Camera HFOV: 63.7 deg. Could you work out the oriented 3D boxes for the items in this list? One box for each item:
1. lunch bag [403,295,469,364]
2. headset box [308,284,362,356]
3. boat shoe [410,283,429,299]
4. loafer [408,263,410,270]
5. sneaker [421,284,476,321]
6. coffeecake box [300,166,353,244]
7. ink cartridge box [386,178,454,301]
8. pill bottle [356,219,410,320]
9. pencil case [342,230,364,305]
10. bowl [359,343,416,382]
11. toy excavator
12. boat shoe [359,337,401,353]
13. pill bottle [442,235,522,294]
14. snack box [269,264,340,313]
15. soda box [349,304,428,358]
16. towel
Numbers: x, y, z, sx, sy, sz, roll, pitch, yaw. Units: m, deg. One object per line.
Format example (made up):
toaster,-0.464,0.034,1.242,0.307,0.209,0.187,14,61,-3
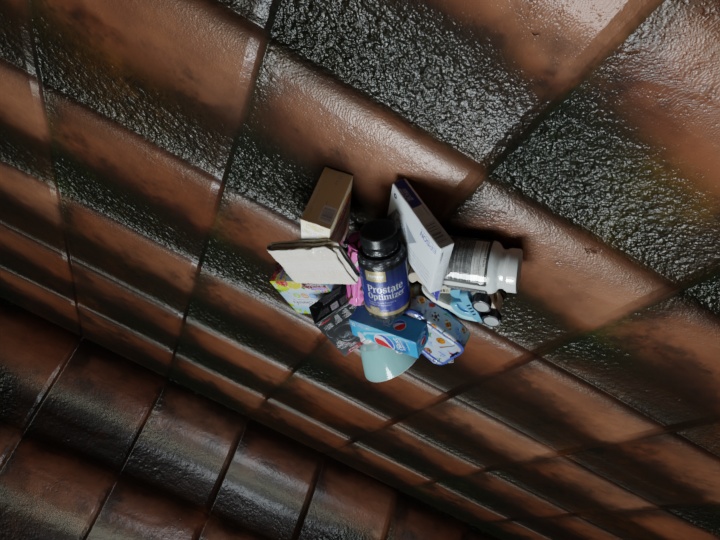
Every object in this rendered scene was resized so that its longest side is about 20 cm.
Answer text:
lunch bag,0.182,0.164,1.524,0.198,0.076,0.160,39,144,-6
headset box,-0.032,0.142,1.648,0.147,0.078,0.201,-33,134,7
boat shoe,0.190,0.112,1.580,0.074,0.073,0.201,-13,135,27
loafer,0.090,-0.001,1.463,0.071,0.072,0.202,16,148,9
sneaker,0.242,0.087,1.498,0.195,0.075,0.083,24,147,0
coffeecake box,-0.077,-0.105,1.332,0.071,0.157,0.202,17,149,6
ink cartridge box,0.119,-0.057,1.256,0.202,0.040,0.203,57,158,32
pill bottle,0.050,-0.003,1.275,0.109,0.113,0.204,7,129,23
pencil case,0.000,0.000,1.459,0.088,0.095,0.204,0,133,-1
bowl,0.075,0.223,1.723,0.197,0.201,0.107,-12,118,42
toy excavator,0.235,0.049,1.416,0.196,0.102,0.195,-5,140,36
boat shoe,0.097,0.189,1.611,0.197,0.088,0.075,-14,168,-22
pill bottle,0.257,-0.012,1.297,0.194,0.119,0.118,8,147,21
snack box,-0.140,0.056,1.700,0.195,0.069,0.170,2,144,32
soda box,0.071,0.149,1.478,0.195,0.068,0.065,16,141,28
towel,-0.104,-0.015,1.301,0.195,0.035,0.133,-1,142,32
